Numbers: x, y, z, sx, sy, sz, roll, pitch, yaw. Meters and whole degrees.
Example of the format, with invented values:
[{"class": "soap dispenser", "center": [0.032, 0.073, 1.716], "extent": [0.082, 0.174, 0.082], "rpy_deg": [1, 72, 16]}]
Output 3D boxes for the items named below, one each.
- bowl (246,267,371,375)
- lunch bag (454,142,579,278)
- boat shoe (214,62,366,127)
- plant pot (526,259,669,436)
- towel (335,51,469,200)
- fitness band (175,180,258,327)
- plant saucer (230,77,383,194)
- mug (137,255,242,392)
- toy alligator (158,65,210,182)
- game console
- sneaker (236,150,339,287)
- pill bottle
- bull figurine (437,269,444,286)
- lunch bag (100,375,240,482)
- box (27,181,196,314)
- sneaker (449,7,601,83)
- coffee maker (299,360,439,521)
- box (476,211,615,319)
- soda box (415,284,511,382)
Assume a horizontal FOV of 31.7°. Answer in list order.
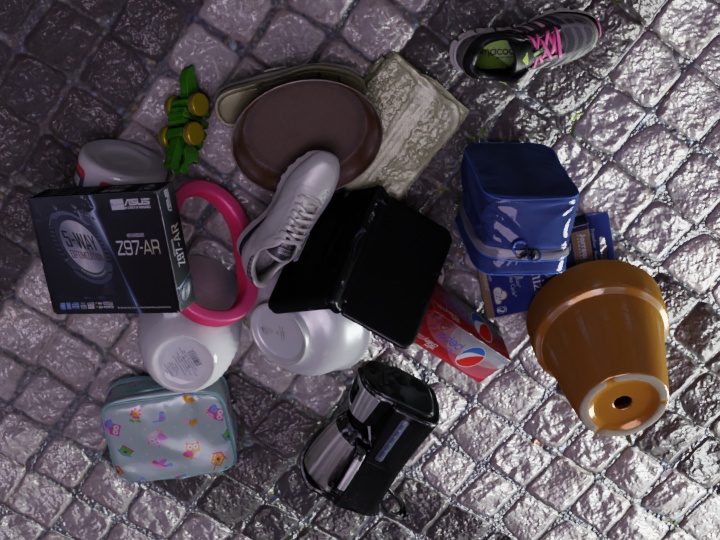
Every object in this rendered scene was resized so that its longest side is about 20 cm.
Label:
[{"class": "bowl", "center": [-0.089, 0.068, 1.752], "extent": [0.199, 0.090, 0.203], "rpy_deg": [17, 123, 27]}, {"class": "lunch bag", "center": [0.205, -0.071, 1.678], "extent": [0.134, 0.201, 0.134], "rpy_deg": [0, 120, -7]}, {"class": "boat shoe", "center": [-0.093, -0.237, 1.659], "extent": [0.197, 0.069, 0.076], "rpy_deg": [-7, 117, -4]}, {"class": "plant pot", "center": [0.344, 0.121, 1.765], "extent": [0.197, 0.184, 0.202], "rpy_deg": [-3, 131, -3]}, {"class": "towel", "center": [0.036, -0.181, 1.709], "extent": [0.148, 0.037, 0.200], "rpy_deg": [33, 112, -16]}, {"class": "fitness band", "center": [-0.203, -0.024, 1.703], "extent": [0.143, 0.202, 0.037], "rpy_deg": [7, 156, -40]}, {"class": "plant saucer", "center": [-0.070, -0.177, 1.644], "extent": [0.198, 0.032, 0.201], "rpy_deg": [-7, 139, -6]}, {"class": "mug", "center": [-0.244, 0.062, 1.748], "extent": [0.146, 0.176, 0.202], "rpy_deg": [-13, 117, 5]}, {"class": "toy alligator", "center": [-0.228, -0.166, 1.668], "extent": [0.059, 0.203, 0.054], "rpy_deg": [-2, 165, 40]}, {"class": "game console", "center": [0.000, 0.000, 1.687], "extent": [0.174, 0.201, 0.117], "rpy_deg": [-7, 136, 37]}, {"class": "sneaker", "center": [-0.087, -0.066, 1.665], "extent": [0.076, 0.081, 0.201], "rpy_deg": [26, 113, -25]}, {"class": "pill bottle", "center": [-0.338, -0.062, 1.714], "extent": [0.118, 0.120, 0.202], "rpy_deg": [14, 116, -9]}, {"class": "bull figurine", "center": [0.022, 0.023, 1.799], "extent": [0.199, 0.065, 0.122], "rpy_deg": [-35, 109, 13]}, {"class": "lunch bag", "center": [-0.279, 0.226, 1.888], "extent": [0.197, 0.077, 0.162], "rpy_deg": [-8, 116, 3]}, {"class": "box", "center": [-0.318, -0.027, 1.626], "extent": [0.198, 0.044, 0.162], "rpy_deg": [-1, 109, 23]}, {"class": "sneaker", "center": [0.215, -0.282, 1.632], "extent": [0.197, 0.088, 0.075], "rpy_deg": [-9, 117, 3]}, {"class": "coffee maker", "center": [0.033, 0.253, 1.895], "extent": [0.191, 0.135, 0.201], "rpy_deg": [17, 119, -36]}, {"class": "box", "center": [0.265, -0.008, 1.807], "extent": [0.198, 0.032, 0.122], "rpy_deg": [-13, 117, 4]}, {"class": "soda box", "center": [0.128, 0.084, 1.786], "extent": [0.063, 0.071, 0.199], "rpy_deg": [-35, 137, 22]}]
